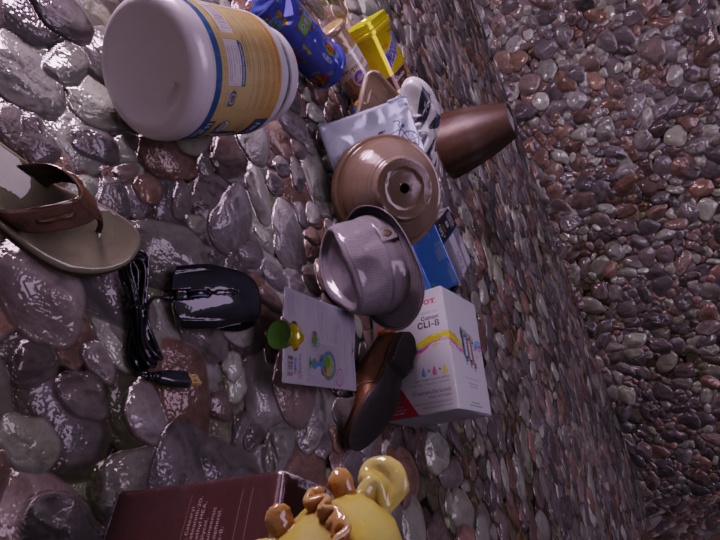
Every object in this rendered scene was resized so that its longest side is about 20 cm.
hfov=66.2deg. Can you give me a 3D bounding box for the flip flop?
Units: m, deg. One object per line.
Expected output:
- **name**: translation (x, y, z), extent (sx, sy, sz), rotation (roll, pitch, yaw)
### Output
- **flip flop**: translation (-0.272, -0.064, 0.470), extent (0.200, 0.057, 0.082), rotation (45, 39, -40)

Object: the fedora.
- **fedora**: translation (0.000, 0.000, 0.827), extent (0.090, 0.177, 0.201), rotation (-10, 65, -33)

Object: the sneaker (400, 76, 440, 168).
- **sneaker**: translation (0.091, -0.249, 1.039), extent (0.130, 0.079, 0.201), rotation (-48, 144, -46)

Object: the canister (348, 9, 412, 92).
- **canister**: translation (0.050, -0.442, 1.203), extent (0.201, 0.086, 0.149), rotation (60, 32, -25)

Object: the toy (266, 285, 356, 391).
- **toy**: translation (-0.065, 0.100, 0.747), extent (0.200, 0.047, 0.117), rotation (34, 52, -63)

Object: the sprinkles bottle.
- **sprinkles bottle**: translation (-0.011, -0.383, 1.083), extent (0.200, 0.068, 0.069), rotation (52, 35, -31)

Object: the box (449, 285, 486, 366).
- **box**: translation (0.202, 0.159, 1.183), extent (0.193, 0.047, 0.202), rotation (-36, 107, -57)

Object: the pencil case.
- **pencil case**: translation (-0.101, -0.391, 0.919), extent (0.199, 0.078, 0.088), rotation (30, 79, -51)

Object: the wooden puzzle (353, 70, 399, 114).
- **wooden puzzle**: translation (0.031, -0.249, 1.066), extent (0.185, 0.046, 0.202), rotation (27, 78, -52)

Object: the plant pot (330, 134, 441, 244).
- **plant pot**: translation (0.056, -0.132, 0.929), extent (0.199, 0.093, 0.203), rotation (-1, 93, -18)

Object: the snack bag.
- **snack bag**: translation (0.032, -0.189, 0.977), extent (0.187, 0.021, 0.202), rotation (-24, 99, -16)

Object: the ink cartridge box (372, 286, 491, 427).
- **ink cartridge box**: translation (0.118, 0.151, 0.942), extent (0.144, 0.144, 0.202), rotation (27, 51, -52)

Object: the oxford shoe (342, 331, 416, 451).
- **oxford shoe**: translation (0.018, 0.180, 0.843), extent (0.072, 0.071, 0.201), rotation (58, 48, -35)

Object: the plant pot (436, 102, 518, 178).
- **plant pot**: translation (0.324, -0.377, 1.525), extent (0.187, 0.198, 0.189), rotation (34, 47, -47)

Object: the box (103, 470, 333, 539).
- **box**: translation (-0.097, 0.275, 0.446), extent (0.166, 0.198, 0.166), rotation (44, 40, -41)

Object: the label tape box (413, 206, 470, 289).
- **label tape box**: translation (0.174, -0.038, 1.223), extent (0.145, 0.063, 0.200), rotation (65, 30, -13)

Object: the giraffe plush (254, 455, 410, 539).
- **giraffe plush**: translation (-0.002, 0.210, 0.314), extent (0.172, 0.201, 0.162), rotation (-3, 44, -48)

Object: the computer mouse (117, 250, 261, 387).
- **computer mouse**: translation (-0.165, 0.055, 0.604), extent (0.199, 0.046, 0.142), rotation (19, 58, -56)

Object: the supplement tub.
- **supplement tub**: translation (-0.174, -0.230, 0.640), extent (0.200, 0.144, 0.146), rotation (-32, 102, -60)
